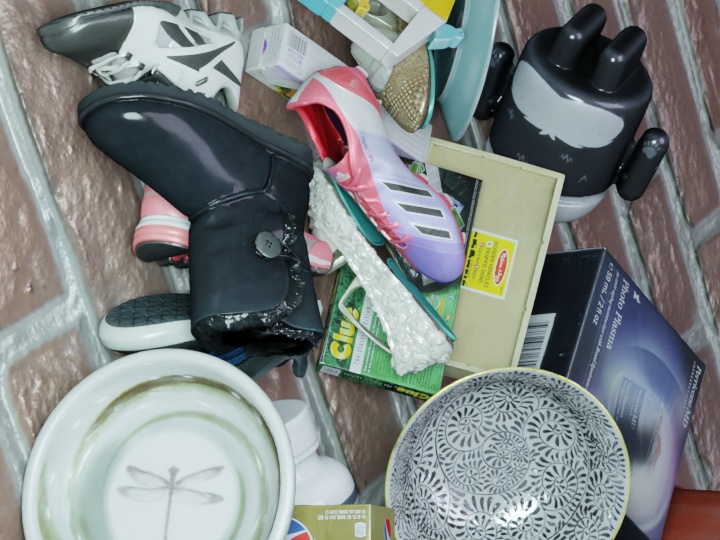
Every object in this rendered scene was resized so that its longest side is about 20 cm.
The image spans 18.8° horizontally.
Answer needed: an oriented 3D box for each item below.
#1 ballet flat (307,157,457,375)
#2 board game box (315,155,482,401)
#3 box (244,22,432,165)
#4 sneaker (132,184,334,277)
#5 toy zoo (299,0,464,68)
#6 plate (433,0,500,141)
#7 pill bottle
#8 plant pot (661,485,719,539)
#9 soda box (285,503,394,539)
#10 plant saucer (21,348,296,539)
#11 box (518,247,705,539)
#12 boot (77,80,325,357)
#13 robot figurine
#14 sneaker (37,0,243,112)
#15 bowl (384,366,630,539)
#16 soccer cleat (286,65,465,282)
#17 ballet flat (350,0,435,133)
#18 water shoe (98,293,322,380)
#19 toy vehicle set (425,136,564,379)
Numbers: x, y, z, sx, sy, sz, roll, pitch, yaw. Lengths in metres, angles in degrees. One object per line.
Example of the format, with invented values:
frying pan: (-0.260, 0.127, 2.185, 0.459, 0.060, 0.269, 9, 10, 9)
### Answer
ballet flat: (0.000, 0.000, 1.759, 0.072, 0.072, 0.200, -19, 71, -50)
board game box: (0.033, 0.002, 1.809, 0.105, 0.023, 0.200, 17, 67, -10)
box: (-0.016, -0.142, 1.803, 0.200, 0.039, 0.042, 30, 62, -44)
sneaker: (-0.089, -0.041, 1.671, 0.200, 0.074, 0.087, 14, 72, -49)
toy zoo: (0.001, -0.245, 1.773, 0.200, 0.020, 0.131, 37, 49, -1)
plate: (0.088, -0.211, 1.861, 0.026, 0.200, 0.201, 10, 72, -8)
pill bottle: (-0.052, 0.205, 1.640, 0.120, 0.119, 0.200, -32, 109, -48)
plant pot: (0.337, 0.289, 2.043, 0.201, 0.195, 0.201, 10, 77, -50)
soda box: (-0.079, 0.201, 1.540, 0.064, 0.200, 0.068, 26, 62, -71)
plant saucer: (-0.134, 0.156, 1.505, 0.050, 0.200, 0.201, 46, 48, -66)
box: (0.199, 0.117, 1.961, 0.198, 0.123, 0.200, 46, 52, -38)
boot: (-0.110, -0.032, 1.553, 0.200, 0.076, 0.168, 19, 54, -35)
robot figurine: (0.185, -0.136, 1.935, 0.125, 0.200, 0.150, -3, 43, -28)
sneaker: (-0.152, -0.149, 1.609, 0.200, 0.074, 0.089, -1, 83, -50)
bowl: (0.113, 0.161, 1.780, 0.094, 0.200, 0.201, -115, -177, -73)
soccer cleat: (0.012, -0.069, 1.733, 0.076, 0.067, 0.200, -37, 100, -43)
ballet flat: (0.021, -0.195, 1.813, 0.065, 0.071, 0.200, 15, 43, -20)
water shoe: (-0.107, 0.059, 1.632, 0.200, 0.071, 0.079, -7, 109, -41)
toy vehicle set: (0.091, -0.007, 1.853, 0.124, 0.027, 0.200, 17, 68, -1)
